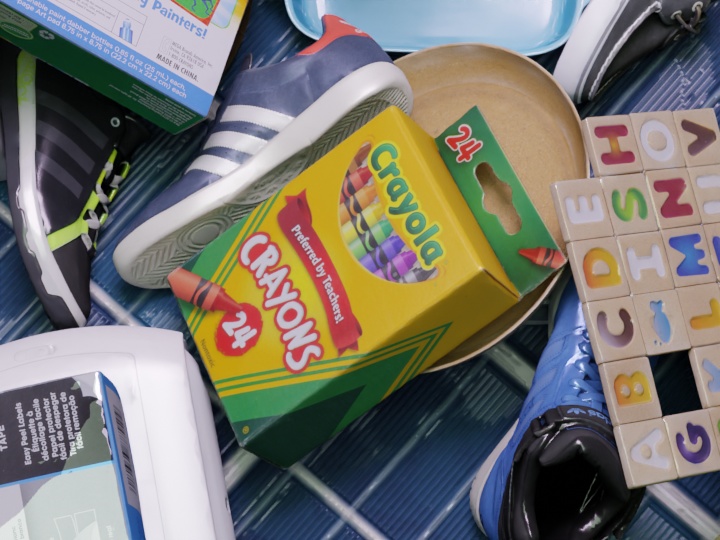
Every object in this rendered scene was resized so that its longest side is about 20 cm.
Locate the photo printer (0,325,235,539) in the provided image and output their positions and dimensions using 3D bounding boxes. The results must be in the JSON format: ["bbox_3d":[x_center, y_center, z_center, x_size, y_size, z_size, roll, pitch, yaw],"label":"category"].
[{"bbox_3d":[-0.157,0.132,1.195,0.166,0.069,0.200,-12,75,-1],"label":"photo printer"}]

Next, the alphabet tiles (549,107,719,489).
[{"bbox_3d":[0.183,0.009,1.175,0.167,0.008,0.200,-7,80,-36],"label":"alphabet tiles"}]

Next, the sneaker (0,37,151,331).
[{"bbox_3d":[-0.161,-0.066,1.246,0.083,0.072,0.200,-8,76,-3],"label":"sneaker"}]

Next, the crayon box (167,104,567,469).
[{"bbox_3d":[0.000,0.000,1.183,0.200,0.051,0.127,-37,54,13],"label":"crayon box"}]

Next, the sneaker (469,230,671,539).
[{"bbox_3d":[0.129,0.070,1.163,0.077,0.111,0.200,28,93,-14],"label":"sneaker"}]

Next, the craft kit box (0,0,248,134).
[{"bbox_3d":[-0.146,-0.207,1.192,0.200,0.049,0.198,30,66,-24],"label":"craft kit box"}]

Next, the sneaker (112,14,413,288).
[{"bbox_3d":[-0.067,-0.071,1.246,0.200,0.075,0.085,-35,60,5],"label":"sneaker"}]

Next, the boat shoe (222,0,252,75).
[{"bbox_3d":[-0.109,-0.200,1.289,0.065,0.072,0.200,-8,75,37],"label":"boat shoe"}]

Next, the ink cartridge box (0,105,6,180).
[{"bbox_3d":[-0.309,-0.096,1.217,0.200,0.145,0.088,-10,75,-2],"label":"ink cartridge box"}]

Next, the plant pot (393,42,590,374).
[{"bbox_3d":[0.044,-0.033,1.218,0.200,0.027,0.200,-13,64,28],"label":"plant pot"}]

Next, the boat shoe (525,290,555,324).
[{"bbox_3d":[0.164,-0.008,1.233,0.200,0.062,0.073,-8,76,-1],"label":"boat shoe"}]

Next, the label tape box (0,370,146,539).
[{"bbox_3d":[-0.214,0.146,1.125,0.200,0.066,0.143,-12,75,-2],"label":"label tape box"}]

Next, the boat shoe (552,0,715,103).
[{"bbox_3d":[0.187,-0.171,1.272,0.057,0.069,0.200,35,76,14],"label":"boat shoe"}]

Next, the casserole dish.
[{"bbox_3d":[0.045,-0.181,1.292,0.200,0.039,0.121,3,76,2],"label":"casserole dish"}]

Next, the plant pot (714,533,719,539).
[{"bbox_3d":[0.215,0.216,1.126,0.190,0.200,0.200,-37,78,4],"label":"plant pot"}]
